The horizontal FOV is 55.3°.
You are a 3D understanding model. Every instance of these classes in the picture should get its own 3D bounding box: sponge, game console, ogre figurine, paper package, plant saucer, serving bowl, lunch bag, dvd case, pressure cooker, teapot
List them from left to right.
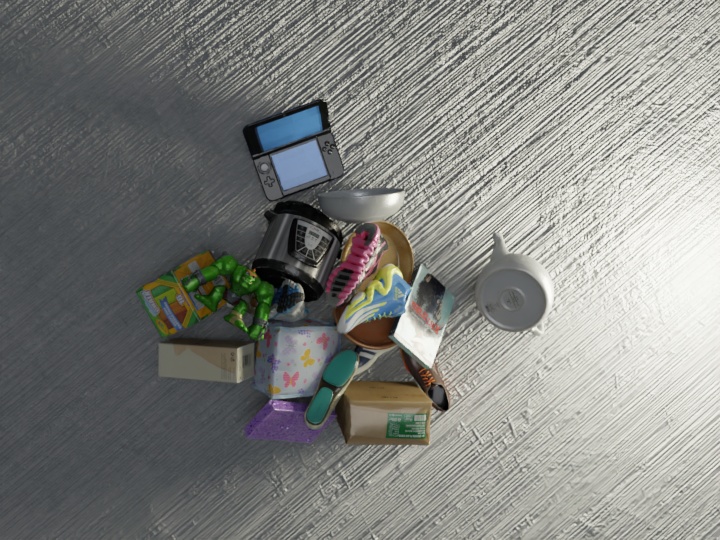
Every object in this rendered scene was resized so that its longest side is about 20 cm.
[{"bbox_3d":[-0.264,0.045,1.444,0.199,0.098,0.121,31,74,5],"label":"ogre figurine"},{"bbox_3d":[-0.158,0.348,1.577,0.199,0.030,0.112,18,123,-45],"label":"sponge"},{"bbox_3d":[-0.146,-0.267,1.552,0.198,0.118,0.173,-20,97,-5],"label":"game console"},{"bbox_3d":[-0.136,-0.053,1.534,0.176,0.176,0.202,11,65,24],"label":"pressure cooker"},{"bbox_3d":[-0.138,0.200,1.591,0.198,0.127,0.172,2,97,-35],"label":"lunch bag"},{"bbox_3d":[0.002,-0.144,1.544,0.197,0.200,0.067,-4,101,-7],"label":"serving bowl"},{"bbox_3d":[0.031,0.094,1.610,0.197,0.038,0.203,4,63,-8],"label":"plant saucer"},{"bbox_3d":[0.033,-0.014,1.581,0.198,0.035,0.203,-3,96,-29],"label":"plant saucer"},{"bbox_3d":[0.050,0.329,1.594,0.197,0.191,0.105,3,96,-9],"label":"paper package"},{"bbox_3d":[0.147,0.106,1.603,0.146,0.022,0.202,42,58,-29],"label":"dvd case"},{"bbox_3d":[0.374,0.043,1.642,0.195,0.146,0.202,21,118,12],"label":"teapot"}]

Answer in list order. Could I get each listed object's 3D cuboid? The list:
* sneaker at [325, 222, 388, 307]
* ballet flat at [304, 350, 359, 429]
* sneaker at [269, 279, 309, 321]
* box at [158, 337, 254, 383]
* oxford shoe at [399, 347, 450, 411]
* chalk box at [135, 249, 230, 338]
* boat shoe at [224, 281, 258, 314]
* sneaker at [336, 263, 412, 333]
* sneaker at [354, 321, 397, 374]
[{"bbox_3d":[0.000,0.000,1.507,0.201,0.079,0.095,-59,142,-7],"label":"sneaker"},{"bbox_3d":[-0.068,0.270,1.562,0.067,0.063,0.201,28,67,14],"label":"ballet flat"},{"bbox_3d":[-0.144,0.072,1.485,0.086,0.200,0.076,18,74,-19],"label":"sneaker"},{"bbox_3d":[-0.346,0.200,1.545,0.197,0.095,0.079,2,93,15],"label":"box"},{"bbox_3d":[0.163,0.251,1.662,0.071,0.073,0.201,-34,98,-3],"label":"oxford shoe"},{"bbox_3d":[-0.400,0.059,1.524,0.199,0.124,0.126,-24,100,39],"label":"chalk box"},{"bbox_3d":[-0.241,0.066,1.594,0.197,0.068,0.076,7,94,-8],"label":"boat shoe"},{"bbox_3d":[0.040,0.080,1.509,0.105,0.076,0.200,38,72,9],"label":"sneaker"},{"bbox_3d":[0.013,0.175,1.636,0.199,0.075,0.085,-35,99,-16],"label":"sneaker"}]
